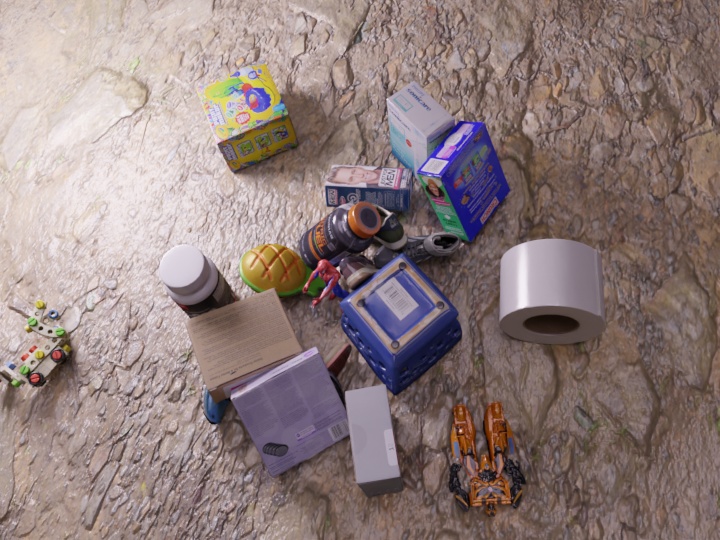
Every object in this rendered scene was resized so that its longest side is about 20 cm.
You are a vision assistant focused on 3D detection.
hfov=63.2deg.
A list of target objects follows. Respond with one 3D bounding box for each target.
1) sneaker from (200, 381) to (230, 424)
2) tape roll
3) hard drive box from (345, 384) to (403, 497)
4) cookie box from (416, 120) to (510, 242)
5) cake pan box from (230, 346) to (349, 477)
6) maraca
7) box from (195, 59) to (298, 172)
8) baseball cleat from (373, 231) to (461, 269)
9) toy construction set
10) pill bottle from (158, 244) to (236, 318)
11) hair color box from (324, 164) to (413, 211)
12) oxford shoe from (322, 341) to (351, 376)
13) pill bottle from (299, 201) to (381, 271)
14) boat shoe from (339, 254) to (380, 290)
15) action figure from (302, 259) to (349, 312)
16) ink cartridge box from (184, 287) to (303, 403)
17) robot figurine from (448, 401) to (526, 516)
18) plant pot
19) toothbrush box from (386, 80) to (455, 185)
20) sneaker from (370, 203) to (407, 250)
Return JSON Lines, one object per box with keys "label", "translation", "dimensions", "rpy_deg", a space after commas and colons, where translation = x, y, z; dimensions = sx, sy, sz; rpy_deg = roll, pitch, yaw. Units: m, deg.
{"label": "sneaker", "translation": [-0.264, 0.223, 1.216], "dimensions": [0.089, 0.079, 0.203], "rpy_deg": [16, 67, 10]}
{"label": "tape roll", "translation": [0.377, 0.046, 1.159], "dimensions": [0.199, 0.203, 0.141], "rpy_deg": [4, 63, 8]}
{"label": "hard drive box", "translation": [0.027, 0.317, 1.068], "dimensions": [0.075, 0.201, 0.158], "rpy_deg": [-10, 64, 2]}
{"label": "cookie box", "translation": [0.231, -0.194, 1.288], "dimensions": [0.075, 0.201, 0.172], "rpy_deg": [21, 64, 46]}
{"label": "cake pan box", "translation": [-0.125, 0.271, 1.134], "dimensions": [0.198, 0.052, 0.186], "rpy_deg": [-28, 107, -6]}
{"label": "maraca", "translation": [-0.171, 0.003, 1.299], "dimensions": [0.197, 0.108, 0.139], "rpy_deg": [8, 51, -16]}
{"label": "box", "translation": [-0.287, -0.392, 1.491], "dimensions": [0.190, 0.122, 0.202], "rpy_deg": [-24, 64, -4]}
{"label": "baseball cleat", "translation": [0.123, -0.051, 1.285], "dimensions": [0.197, 0.106, 0.071], "rpy_deg": [-17, 85, 0]}
{"label": "toy construction set", "translation": [-0.718, 0.178, 1.280], "dimensions": [0.131, 0.092, 0.201], "rpy_deg": [39, 80, -4]}
{"label": "pill bottle", "translation": [-0.346, 0.036, 1.245], "dimensions": [0.112, 0.201, 0.116], "rpy_deg": [-3, 63, 5]}
{"label": "hair color box", "translation": [0.022, -0.196, 1.376], "dimensions": [0.196, 0.061, 0.101], "rpy_deg": [3, 39, 8]}
{"label": "oxford shoe", "translation": [-0.102, 0.211, 1.208], "dimensions": [0.200, 0.071, 0.074], "rpy_deg": [-42, 61, -15]}
{"label": "pill bottle", "translation": [-0.040, -0.074, 1.246], "dimensions": [0.105, 0.199, 0.108], "rpy_deg": [16, 62, -32]}
{"label": "boat shoe", "translation": [0.000, 0.000, 1.224], "dimensions": [0.071, 0.200, 0.065], "rpy_deg": [-34, 84, 10]}
{"label": "action figure", "translation": [-0.076, 0.046, 1.210], "dimensions": [0.065, 0.201, 0.099], "rpy_deg": [40, 75, 23]}
{"label": "ink cartridge box", "translation": [-0.233, 0.149, 1.182], "dimensions": [0.197, 0.076, 0.166], "rpy_deg": [-20, 61, -16]}
{"label": "robot figurine", "translation": [0.233, 0.355, 1.104], "dimensions": [0.142, 0.058, 0.203], "rpy_deg": [-6, 63, 4]}
{"label": "plant pot", "translation": [0.079, 0.097, 1.178], "dimensions": [0.199, 0.180, 0.200], "rpy_deg": [-37, 67, -10]}
{"label": "toothbrush box", "translation": [0.141, -0.309, 1.357], "dimensions": [0.085, 0.201, 0.147], "rpy_deg": [-35, 66, -11]}
{"label": "sneaker", "translation": [0.019, -0.118, 1.305], "dimensions": [0.199, 0.090, 0.067], "rpy_deg": [26, 62, 42]}
